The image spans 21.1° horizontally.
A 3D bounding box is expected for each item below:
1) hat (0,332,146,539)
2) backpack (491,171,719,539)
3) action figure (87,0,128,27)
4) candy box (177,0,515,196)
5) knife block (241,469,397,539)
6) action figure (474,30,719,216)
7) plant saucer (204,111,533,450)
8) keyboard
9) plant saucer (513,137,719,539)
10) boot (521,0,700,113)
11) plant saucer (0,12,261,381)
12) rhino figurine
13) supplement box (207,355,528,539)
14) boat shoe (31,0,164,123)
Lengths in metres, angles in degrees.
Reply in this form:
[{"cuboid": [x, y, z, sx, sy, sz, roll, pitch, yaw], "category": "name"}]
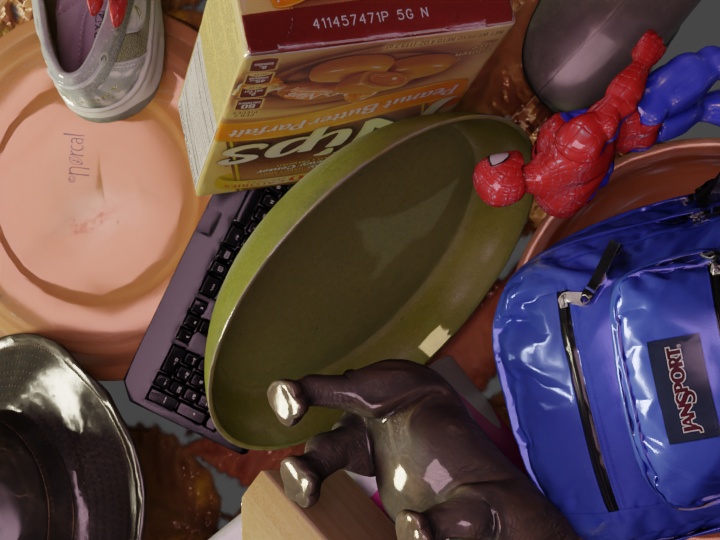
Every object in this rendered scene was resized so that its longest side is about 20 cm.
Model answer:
[{"cuboid": [-0.204, 0.128, 0.982, 0.200, 0.081, 0.201, -3, 85, 40], "category": "hat"}, {"cuboid": [0.159, 0.036, 0.859, 0.200, 0.168, 0.163, -13, 85, 19], "category": "backpack"}, {"cuboid": [-0.024, -0.138, 0.901, 0.200, 0.065, 0.052, -6, 84, 8], "category": "action figure"}, {"cuboid": [-0.013, -0.092, 0.871, 0.115, 0.200, 0.055, -8, 77, -13], "category": "candy box"}, {"cuboid": [0.037, 0.182, 0.833, 0.175, 0.064, 0.200, -8, 81, 34], "category": "knife block"}, {"cuboid": [0.132, -0.074, 0.892, 0.200, 0.065, 0.052, -29, 66, -29], "category": "action figure"}, {"cuboid": [0.000, 0.000, 0.908, 0.031, 0.200, 0.200, 44, 101, 28], "category": "plant saucer"}, {"cuboid": [-0.033, -0.003, 0.977, 0.104, 0.040, 0.200, 26, 91, -12], "category": "keyboard"}, {"cuboid": [0.172, 0.034, 0.957, 0.200, 0.037, 0.200, 1, 93, 12], "category": "plant saucer"}, {"cuboid": [0.143, -0.158, 0.904, 0.068, 0.131, 0.200, 44, 100, 6], "category": "boot"}, {"cuboid": [-0.137, -0.041, 1.017, 0.200, 0.032, 0.201, 0, 93, 11], "category": "plant saucer"}, {"cuboid": [0.048, 0.112, 0.828, 0.200, 0.087, 0.060, 46, 134, 27], "category": "rhino figurine"}, {"cuboid": [-0.007, 0.144, 0.967, 0.200, 0.103, 0.101, -40, 84, 9], "category": "supplement box"}, {"cuboid": [-0.138, -0.178, 0.979, 0.074, 0.065, 0.202, -4, 76, 11], "category": "boat shoe"}]
